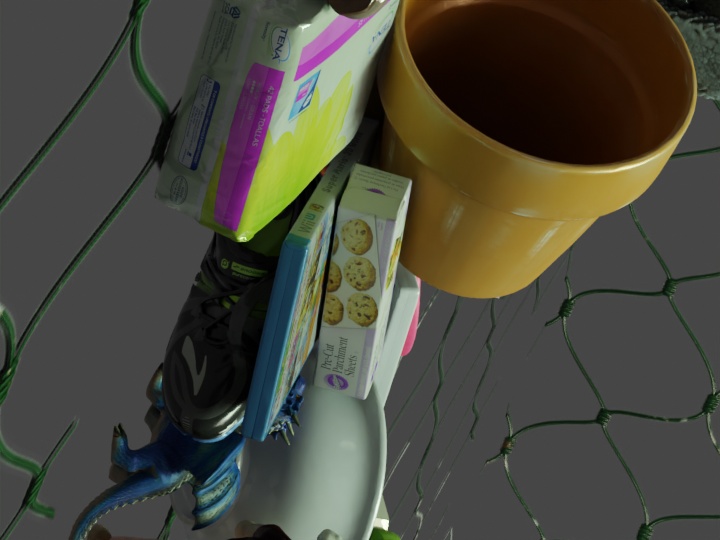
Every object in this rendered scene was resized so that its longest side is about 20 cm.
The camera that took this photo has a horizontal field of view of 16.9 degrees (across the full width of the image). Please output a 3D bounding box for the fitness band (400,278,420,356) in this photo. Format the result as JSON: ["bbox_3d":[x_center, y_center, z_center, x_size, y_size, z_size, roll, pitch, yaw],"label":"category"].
[{"bbox_3d":[0.020,-0.029,1.798,0.200,0.037,0.144,-100,-161,-46],"label":"fitness band"}]

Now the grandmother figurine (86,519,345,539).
[{"bbox_3d":[-0.086,0.195,1.574,0.121,0.200,0.061,-56,141,-54],"label":"grandmother figurine"}]

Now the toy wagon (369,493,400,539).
[{"bbox_3d":[-0.022,0.194,1.722,0.200,0.040,0.155,9,-93,58],"label":"toy wagon"}]

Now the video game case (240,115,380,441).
[{"bbox_3d":[-0.031,0.002,1.561,0.200,0.018,0.143,-63,169,-61],"label":"video game case"}]

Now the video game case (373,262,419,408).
[{"bbox_3d":[0.000,0.000,1.754,0.200,0.018,0.143,-105,-156,-46],"label":"video game case"}]

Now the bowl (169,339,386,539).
[{"bbox_3d":[-0.074,0.139,1.703,0.201,0.090,0.201,-26,-122,52],"label":"bowl"}]

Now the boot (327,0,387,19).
[{"bbox_3d":[0.029,-0.221,1.405,0.146,0.070,0.200,32,62,-64],"label":"boot"}]

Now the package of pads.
[{"bbox_3d":[-0.040,-0.119,1.433,0.200,0.068,0.155,-48,160,-57],"label":"package of pads"}]

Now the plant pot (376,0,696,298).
[{"bbox_3d":[0.094,-0.085,1.586,0.200,0.200,0.183,-56,173,-41],"label":"plant pot"}]

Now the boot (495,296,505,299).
[{"bbox_3d":[0.105,-0.072,2.097,0.198,0.073,0.163,32,-76,67],"label":"boot"}]

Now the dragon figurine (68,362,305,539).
[{"bbox_3d":[-0.109,0.126,1.574,0.200,0.099,0.059,-56,166,-40],"label":"dragon figurine"}]

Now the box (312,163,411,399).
[{"bbox_3d":[0.000,0.010,1.586,0.200,0.041,0.039,101,8,-53],"label":"box"}]

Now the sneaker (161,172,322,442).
[{"bbox_3d":[-0.081,0.011,1.553,0.083,0.071,0.200,53,56,-75],"label":"sneaker"}]

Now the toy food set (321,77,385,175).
[{"bbox_3d":[0.042,-0.139,1.667,0.200,0.049,0.198,4,120,-48],"label":"toy food set"}]

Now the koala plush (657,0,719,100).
[{"bbox_3d":[0.226,-0.234,1.718,0.200,0.184,0.178,-67,160,-59],"label":"koala plush"}]
